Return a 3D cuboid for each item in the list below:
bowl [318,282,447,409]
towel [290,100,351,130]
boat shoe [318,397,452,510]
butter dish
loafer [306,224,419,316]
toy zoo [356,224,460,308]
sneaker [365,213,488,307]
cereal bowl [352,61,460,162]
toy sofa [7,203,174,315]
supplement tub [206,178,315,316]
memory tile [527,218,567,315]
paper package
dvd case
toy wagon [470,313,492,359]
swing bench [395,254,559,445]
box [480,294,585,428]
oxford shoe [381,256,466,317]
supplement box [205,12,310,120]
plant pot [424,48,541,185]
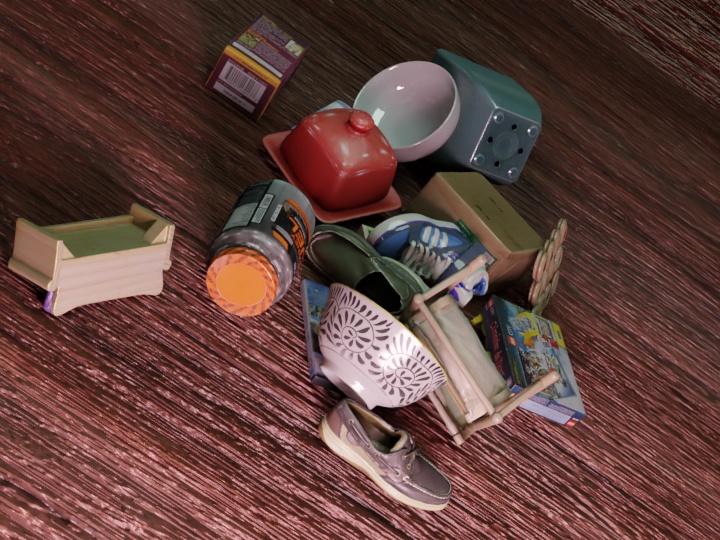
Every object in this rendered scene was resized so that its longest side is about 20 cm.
[{"bbox_3d":[0.008,0.117,1.500,0.200,0.094,0.201,39,-14,11],"label":"bowl"},{"bbox_3d":[-0.028,-0.236,2.053,0.147,0.024,0.200,40,32,5],"label":"towel"},{"bbox_3d":[0.040,0.236,1.472,0.199,0.065,0.073,32,33,-9],"label":"boat shoe"},{"bbox_3d":[-0.023,-0.198,1.870,0.198,0.148,0.201,-14,58,-42],"label":"butter dish"},{"bbox_3d":[0.000,0.000,1.705,0.199,0.076,0.070,32,14,5],"label":"loafer"},{"bbox_3d":[0.090,0.004,1.864,0.198,0.021,0.132,21,35,-26],"label":"toy zoo"},{"bbox_3d":[0.116,-0.008,1.786,0.198,0.081,0.147,2,47,-41],"label":"sneaker"},{"bbox_3d":[0.087,-0.270,2.043,0.084,0.198,0.201,62,4,-51],"label":"cereal bowl"},{"bbox_3d":[-0.332,-0.017,1.428,0.082,0.099,0.199,26,23,31],"label":"toy sofa"},{"bbox_3d":[-0.139,-0.031,1.583,0.122,0.123,0.201,32,33,-8],"label":"supplement tub"},{"bbox_3d":[0.320,0.008,1.975,0.017,0.155,0.200,15,29,16],"label":"memory tile"},{"bbox_3d":[0.198,-0.068,1.968,0.200,0.104,0.190,50,26,18],"label":"paper package"},{"bbox_3d":[-0.016,0.104,1.632,0.141,0.018,0.201,22,34,-25],"label":"dvd case"},{"bbox_3d":[0.252,0.139,1.834,0.154,0.040,0.201,-8,54,-50],"label":"toy wagon"},{"bbox_3d":[0.138,0.120,1.590,0.129,0.200,0.200,-30,82,-27],"label":"swing bench"},{"bbox_3d":[0.264,0.139,1.773,0.135,0.038,0.201,23,34,-22],"label":"box"},{"bbox_3d":[0.091,0.053,1.762,0.199,0.075,0.058,37,13,2],"label":"oxford shoe"},{"bbox_3d":[-0.176,-0.358,2.000,0.110,0.086,0.200,34,32,-5],"label":"supplement box"},{"bbox_3d":[0.220,-0.263,2.115,0.194,0.198,0.200,16,17,-30],"label":"plant pot"}]
